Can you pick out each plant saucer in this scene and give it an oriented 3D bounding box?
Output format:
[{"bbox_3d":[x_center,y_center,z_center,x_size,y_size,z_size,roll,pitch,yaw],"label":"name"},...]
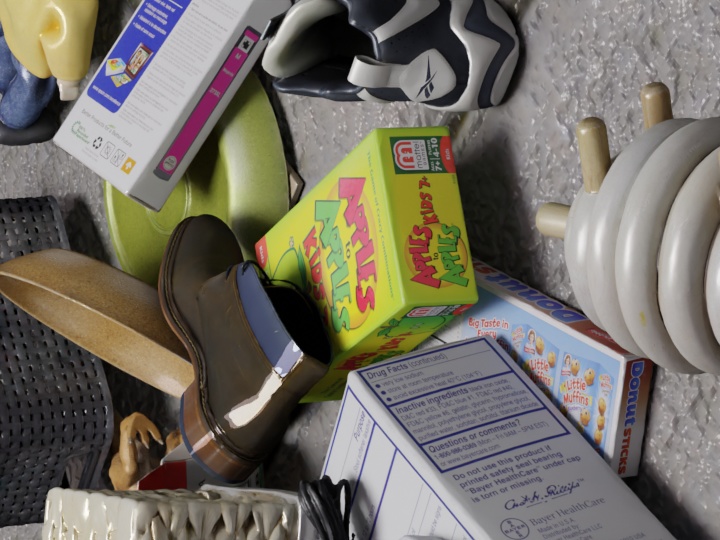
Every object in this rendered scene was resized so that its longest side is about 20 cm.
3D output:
[{"bbox_3d":[-0.113,-0.051,1.851,0.200,0.031,0.201,10,103,53],"label":"plant saucer"},{"bbox_3d":[-0.137,0.036,1.799,0.200,0.200,0.036,14,73,53],"label":"plant saucer"}]

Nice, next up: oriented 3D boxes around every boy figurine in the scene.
[{"bbox_3d":[-0.210,-0.180,1.952,0.125,0.064,0.200,60,137,31],"label":"boy figurine"}]

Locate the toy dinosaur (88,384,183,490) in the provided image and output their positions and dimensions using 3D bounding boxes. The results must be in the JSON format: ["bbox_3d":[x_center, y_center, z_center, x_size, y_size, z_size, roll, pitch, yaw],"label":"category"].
[{"bbox_3d":[-0.149,0.129,1.912,0.106,0.060,0.201,-55,51,44],"label":"toy dinosaur"}]

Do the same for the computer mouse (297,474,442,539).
[{"bbox_3d":[0.034,0.170,1.473,0.200,0.044,0.110,7,107,55],"label":"computer mouse"}]

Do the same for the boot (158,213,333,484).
[{"bbox_3d":[-0.060,0.022,1.688,0.097,0.074,0.201,-44,39,30],"label":"boot"}]

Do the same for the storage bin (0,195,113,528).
[{"bbox_3d":[-0.243,0.062,1.963,0.135,0.093,0.201,114,146,-50],"label":"storage bin"}]

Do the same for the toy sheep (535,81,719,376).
[{"bbox_3d":[0.163,-0.015,1.401,0.199,0.137,0.139,17,108,48],"label":"toy sheep"}]

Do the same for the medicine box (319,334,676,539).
[{"bbox_3d":[0.065,0.171,1.561,0.200,0.102,0.183,49,139,36],"label":"medicine box"}]

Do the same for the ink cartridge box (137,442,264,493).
[{"bbox_3d":[-0.093,0.188,1.751,0.200,0.050,0.162,-41,-50,-82],"label":"ink cartridge box"}]

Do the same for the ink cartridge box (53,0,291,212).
[{"bbox_3d":[-0.107,-0.141,1.797,0.095,0.037,0.201,34,94,47],"label":"ink cartridge box"}]

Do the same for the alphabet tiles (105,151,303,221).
[{"bbox_3d":[-0.097,-0.034,1.861,0.200,0.008,0.168,54,134,36],"label":"alphabet tiles"}]

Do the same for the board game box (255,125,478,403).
[{"bbox_3d":[0.000,0.000,1.657,0.200,0.047,0.102,139,125,-62],"label":"board game box"}]

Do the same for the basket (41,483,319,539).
[{"bbox_3d":[-0.104,0.217,1.585,0.135,0.123,0.201,-1,84,59],"label":"basket"}]

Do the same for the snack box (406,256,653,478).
[{"bbox_3d":[0.086,0.046,1.604,0.200,0.024,0.072,29,119,49],"label":"snack box"}]

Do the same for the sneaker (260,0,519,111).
[{"bbox_3d":[-0.016,-0.153,1.629,0.199,0.129,0.080,52,132,37],"label":"sneaker"}]
